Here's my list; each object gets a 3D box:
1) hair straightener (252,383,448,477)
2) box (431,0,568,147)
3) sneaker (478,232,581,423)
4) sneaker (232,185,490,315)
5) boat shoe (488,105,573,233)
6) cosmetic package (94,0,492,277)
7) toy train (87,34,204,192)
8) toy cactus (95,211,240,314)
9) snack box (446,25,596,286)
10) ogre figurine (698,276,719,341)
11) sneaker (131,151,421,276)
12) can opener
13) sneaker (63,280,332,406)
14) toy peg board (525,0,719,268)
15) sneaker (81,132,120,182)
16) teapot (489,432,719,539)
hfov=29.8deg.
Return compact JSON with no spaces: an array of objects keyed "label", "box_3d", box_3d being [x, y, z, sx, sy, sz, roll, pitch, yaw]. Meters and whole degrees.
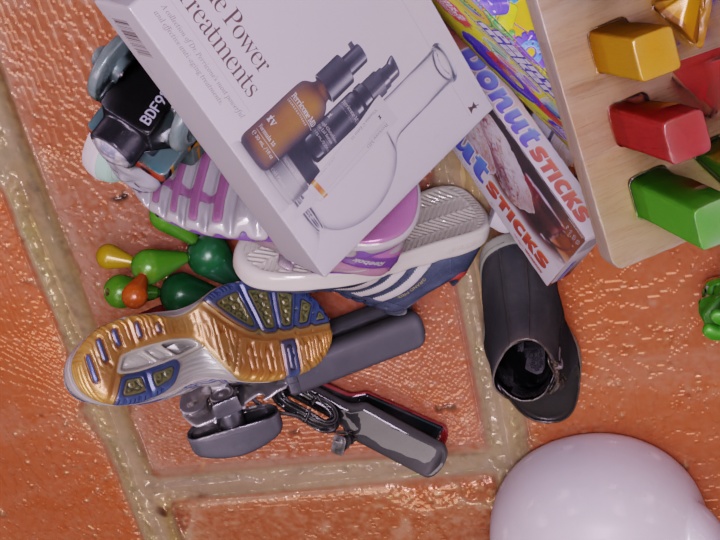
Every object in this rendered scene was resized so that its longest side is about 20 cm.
[{"label":"hair straightener","box_3d":[-0.018,0.112,1.090,0.199,0.077,0.041,30,108,-9]},{"label":"box","box_3d":[0.161,-0.180,0.794,0.200,0.122,0.193,42,90,-18]},{"label":"sneaker","box_3d":[0.125,0.077,1.011,0.074,0.107,0.201,-9,136,13]},{"label":"sneaker","box_3d":[0.000,0.000,0.974,0.198,0.075,0.085,-9,139,-25]},{"label":"boat shoe","box_3d":[0.149,-0.104,0.927,0.069,0.071,0.201,21,118,-3]},{"label":"cosmetic package","box_3d":[-0.030,-0.120,0.763,0.151,0.052,0.200,-46,125,-15]},{"label":"toy train","box_3d":[-0.093,-0.137,0.830,0.085,0.201,0.114,31,165,7]},{"label":"toy cactus","box_3d":[-0.098,0.006,1.030,0.199,0.103,0.165,-32,124,16]},{"label":"snack box","box_3d":[0.086,-0.089,0.887,0.201,0.024,0.072,57,156,14]},{"label":"ogre figurine","box_3d":[0.295,0.038,0.966,0.098,0.120,0.200,-29,114,29]},{"label":"sneaker","box_3d":[-0.054,-0.039,0.884,0.198,0.081,0.089,13,159,15]},{"label":"can opener","box_3d":[-0.043,0.085,1.047,0.199,0.053,0.067,-20,120,-8]},{"label":"sneaker","box_3d":[-0.120,0.054,0.984,0.198,0.076,0.088,-6,173,-27]},{"label":"toy peg board","box_3d":[0.207,-0.119,0.705,0.199,0.098,0.201,-22,108,-8]},{"label":"sneaker","box_3d":[-0.103,-0.087,0.943,0.200,0.074,0.119,-32,80,24]},{"label":"teapot","box_3d":[0.191,0.242,1.103,0.196,0.146,0.201,20,125,-5]}]
